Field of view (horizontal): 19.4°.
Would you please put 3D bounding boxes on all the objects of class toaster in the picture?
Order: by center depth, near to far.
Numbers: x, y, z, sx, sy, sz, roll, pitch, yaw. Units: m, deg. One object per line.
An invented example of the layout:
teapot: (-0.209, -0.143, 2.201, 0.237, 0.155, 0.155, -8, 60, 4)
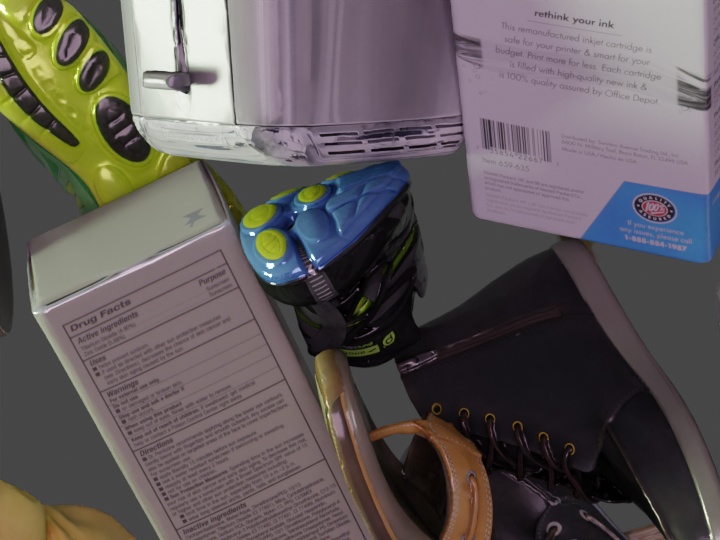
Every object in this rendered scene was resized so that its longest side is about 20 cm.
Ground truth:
toaster: (-0.019, -0.115, 0.922, 0.114, 0.200, 0.129, 9, 101, 38)

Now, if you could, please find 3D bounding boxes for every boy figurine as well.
boy figurine: (-0.196, 0.121, 0.972, 0.200, 0.124, 0.064, 24, 66, -30)

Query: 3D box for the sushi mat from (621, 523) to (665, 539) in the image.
sushi mat: (0.185, 0.156, 1.009, 0.200, 0.012, 0.096, -18, 94, 3)

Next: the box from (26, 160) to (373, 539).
box: (-0.064, 0.063, 0.939, 0.095, 0.078, 0.200, -24, 116, -1)

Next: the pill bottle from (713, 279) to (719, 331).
pill bottle: (0.270, 0.025, 0.946, 0.200, 0.111, 0.111, -18, 94, 3)

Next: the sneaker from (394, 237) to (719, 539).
sneaker: (0.092, 0.082, 0.933, 0.106, 0.200, 0.075, -27, 136, 0)

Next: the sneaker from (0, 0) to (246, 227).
sneaker: (-0.108, -0.051, 0.971, 0.074, 0.084, 0.200, -30, 112, 1)

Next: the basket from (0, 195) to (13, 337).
basket: (-0.265, -0.009, 0.951, 0.200, 0.136, 0.180, -8, 113, -2)

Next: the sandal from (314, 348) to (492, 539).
sandal: (0.035, 0.102, 0.909, 0.054, 0.080, 0.200, -30, 122, 5)

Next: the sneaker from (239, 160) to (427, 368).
sneaker: (0.000, 0.000, 0.905, 0.071, 0.200, 0.083, -17, 87, 7)

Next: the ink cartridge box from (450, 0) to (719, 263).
ink cartridge box: (0.103, -0.109, 0.895, 0.116, 0.067, 0.200, 13, 133, 24)

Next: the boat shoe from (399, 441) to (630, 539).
boat shoe: (0.102, 0.142, 0.975, 0.200, 0.057, 0.069, 38, 90, 5)
